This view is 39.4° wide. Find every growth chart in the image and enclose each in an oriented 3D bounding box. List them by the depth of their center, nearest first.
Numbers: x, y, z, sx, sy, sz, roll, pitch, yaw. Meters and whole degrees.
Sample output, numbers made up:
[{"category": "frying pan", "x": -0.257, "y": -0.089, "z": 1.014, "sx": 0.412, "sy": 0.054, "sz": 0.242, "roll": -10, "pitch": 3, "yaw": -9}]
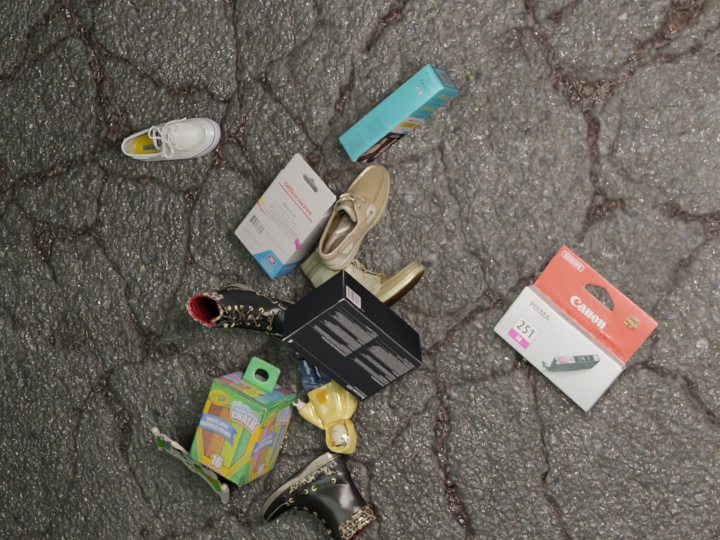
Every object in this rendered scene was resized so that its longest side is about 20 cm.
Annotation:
[{"category": "growth chart", "x": -0.315, "y": 0.362, "z": 1.877, "sx": 0.199, "sy": 0.145, "sz": 0.018, "roll": 35, "pitch": 67, "yaw": 18}]

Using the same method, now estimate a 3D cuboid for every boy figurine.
[{"category": "boy figurine", "x": -0.061, "y": 0.231, "z": 1.773, "sx": 0.123, "sy": 0.064, "sz": 0.203, "roll": -19, "pitch": 83, "yaw": 16}]

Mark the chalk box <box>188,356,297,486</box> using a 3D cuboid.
[{"category": "chalk box", "x": -0.204, "y": 0.259, "z": 1.808, "sx": 0.123, "sy": 0.123, "sz": 0.203, "roll": 23, "pitch": 103, "yaw": 21}]

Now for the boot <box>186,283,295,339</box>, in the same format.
[{"category": "boot", "x": -0.193, "y": 0.083, "z": 1.773, "sx": 0.201, "sy": 0.153, "sz": 0.075, "roll": 22, "pitch": 103, "yaw": 22}]

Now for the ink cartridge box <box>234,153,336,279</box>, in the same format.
[{"category": "ink cartridge box", "x": -0.118, "y": -0.098, "z": 1.764, "sx": 0.115, "sy": 0.068, "sz": 0.200, "roll": 49, "pitch": 117, "yaw": 13}]

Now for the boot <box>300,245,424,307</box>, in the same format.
[{"category": "boot", "x": 0.000, "y": 0.000, "z": 1.726, "sx": 0.199, "sy": 0.072, "sz": 0.156, "roll": -35, "pitch": 77, "yaw": 23}]

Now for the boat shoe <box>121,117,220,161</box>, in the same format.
[{"category": "boat shoe", "x": -0.360, "y": -0.244, "z": 1.865, "sx": 0.199, "sy": 0.086, "sz": 0.076, "roll": -4, "pitch": 92, "yaw": 25}]

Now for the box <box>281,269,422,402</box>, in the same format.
[{"category": "box", "x": -0.013, "y": 0.111, "z": 1.669, "sx": 0.140, "sy": 0.079, "sz": 0.200, "roll": -35, "pitch": 123, "yaw": 24}]

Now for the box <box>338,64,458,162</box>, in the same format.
[{"category": "box", "x": 0.063, "y": -0.258, "z": 1.669, "sx": 0.199, "sy": 0.082, "sz": 0.050, "roll": -37, "pitch": 79, "yaw": 23}]

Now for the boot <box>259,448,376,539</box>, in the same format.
[{"category": "boot", "x": -0.075, "y": 0.429, "z": 1.791, "sx": 0.199, "sy": 0.073, "sz": 0.151, "roll": -41, "pitch": 75, "yaw": 15}]

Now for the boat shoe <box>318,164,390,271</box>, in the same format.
[{"category": "boat shoe", "x": -0.012, "y": -0.097, "z": 1.690, "sx": 0.071, "sy": 0.065, "sz": 0.202, "roll": 23, "pitch": 76, "yaw": 23}]

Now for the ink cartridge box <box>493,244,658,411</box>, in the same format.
[{"category": "ink cartridge box", "x": 0.338, "y": 0.090, "z": 1.589, "sx": 0.200, "sy": 0.043, "sz": 0.175, "roll": 41, "pitch": 111, "yaw": 17}]
